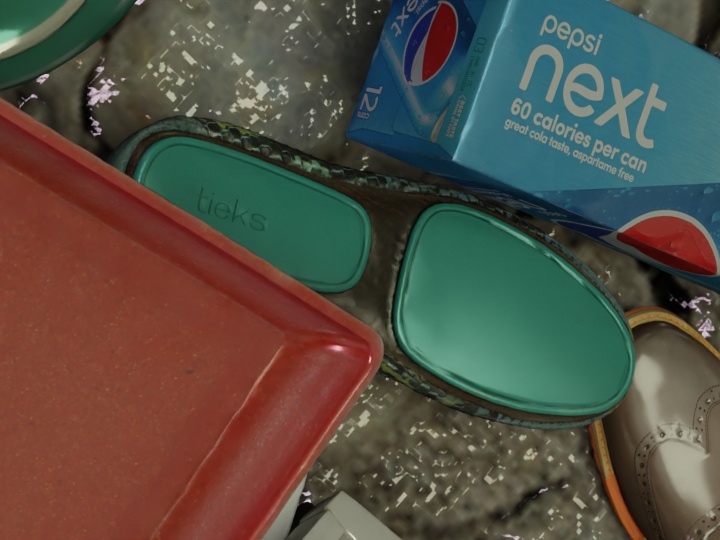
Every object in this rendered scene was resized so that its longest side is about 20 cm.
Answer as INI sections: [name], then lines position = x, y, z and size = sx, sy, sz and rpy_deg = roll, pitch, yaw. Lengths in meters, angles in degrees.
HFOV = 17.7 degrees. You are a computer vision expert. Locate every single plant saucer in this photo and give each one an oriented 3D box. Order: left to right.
[plant saucer]
position = -0.123, 0.053, 0.671
size = 0.199, 0.037, 0.201
rpy_deg = 32, 94, -31

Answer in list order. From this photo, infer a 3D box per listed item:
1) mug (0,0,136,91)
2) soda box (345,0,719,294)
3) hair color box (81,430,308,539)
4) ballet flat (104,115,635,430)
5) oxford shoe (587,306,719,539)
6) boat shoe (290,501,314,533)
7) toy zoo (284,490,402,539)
[mug]
position = -0.123, -0.112, 0.662
size = 0.151, 0.115, 0.186
rpy_deg = -15, 132, -11
[soda box]
position = 0.097, -0.040, 0.780
size = 0.199, 0.064, 0.068
rpy_deg = 21, 88, -35
[hair color box]
position = -0.128, 0.082, 0.746
size = 0.199, 0.064, 0.112
rpy_deg = 14, 99, -16
[ballet flat]
position = 0.000, 0.000, 0.783
size = 0.199, 0.074, 0.075
rpy_deg = 25, 87, -20
[oxford shoe]
position = 0.148, 0.101, 0.829
size = 0.071, 0.073, 0.201
rpy_deg = -35, 102, -11
[boat shoe]
position = 0.057, 0.136, 0.806
size = 0.199, 0.072, 0.068
rpy_deg = 19, 82, -16
[toy zoo]
position = -0.004, 0.158, 0.701
size = 0.131, 0.020, 0.200
rpy_deg = 49, 48, -4
